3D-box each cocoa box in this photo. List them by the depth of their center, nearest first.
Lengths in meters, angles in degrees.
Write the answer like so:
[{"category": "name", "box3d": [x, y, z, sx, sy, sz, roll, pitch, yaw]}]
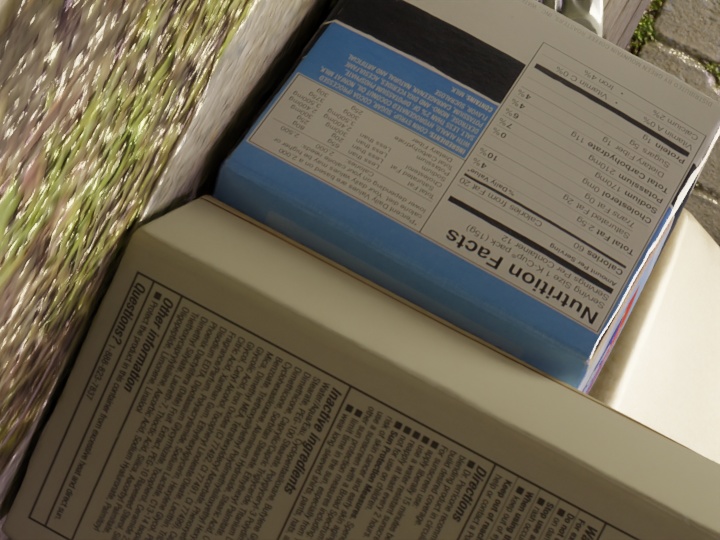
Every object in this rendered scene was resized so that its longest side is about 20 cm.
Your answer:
[{"category": "cocoa box", "box3d": [0.017, 0.015, 0.792, 0.131, 0.133, 0.200, -56, 172, -40]}]

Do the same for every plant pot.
[{"category": "plant pot", "box3d": [0.107, 0.063, 1.188, 0.200, 0.199, 0.177, 41, 68, -44]}]

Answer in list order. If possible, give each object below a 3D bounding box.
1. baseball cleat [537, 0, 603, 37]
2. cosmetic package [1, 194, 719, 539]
[{"category": "baseball cleat", "box3d": [0.080, -0.065, 1.096, 0.106, 0.070, 0.201, -102, -159, -72]}, {"category": "cosmetic package", "box3d": [0.012, 0.071, 0.661, 0.104, 0.200, 0.073, -63, 174, 15]}]
